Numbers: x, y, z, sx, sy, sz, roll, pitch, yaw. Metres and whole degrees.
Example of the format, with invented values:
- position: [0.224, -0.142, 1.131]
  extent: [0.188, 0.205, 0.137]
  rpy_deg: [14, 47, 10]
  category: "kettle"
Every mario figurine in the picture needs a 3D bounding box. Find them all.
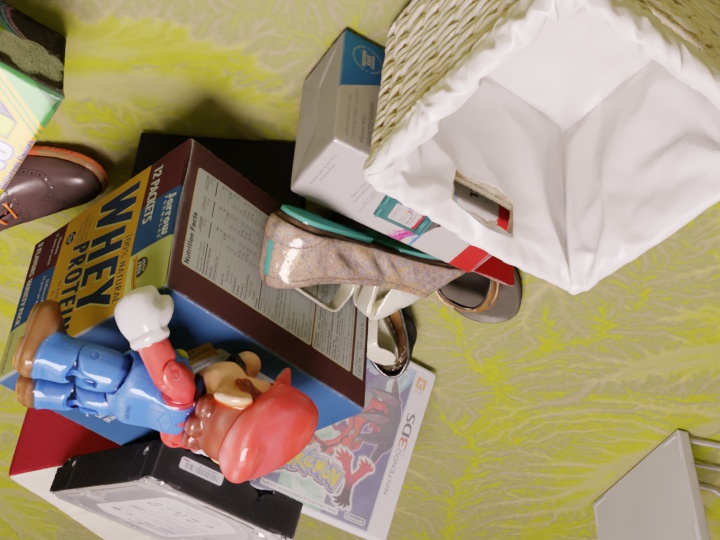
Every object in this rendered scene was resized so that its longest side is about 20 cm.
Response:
- position: [-0.123, 0.072, 0.728]
  extent: [0.199, 0.107, 0.123]
  rpy_deg: [18, 176, -3]
  category: "mario figurine"

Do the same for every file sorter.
- position: [0.375, 0.300, 1.238]
  extent: [0.124, 0.140, 0.200]
  rpy_deg: [12, 141, -15]
  category: "file sorter"

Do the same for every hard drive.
- position: [-0.159, 0.191, 0.902]
  extent: [0.139, 0.038, 0.199]
  rpy_deg: [32, 151, -29]
  category: "hard drive"

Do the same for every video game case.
- position: [-0.028, 0.148, 1.055]
  extent: [0.199, 0.183, 0.023]
  rpy_deg: [29, 160, -28]
  category: "video game case"

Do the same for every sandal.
- position: [0.097, 0.003, 0.948]
  extent: [0.081, 0.055, 0.200]
  rpy_deg: [-1, 151, 12]
  category: "sandal"

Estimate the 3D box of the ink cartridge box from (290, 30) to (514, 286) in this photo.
- position: [0.053, -0.079, 0.808]
  extent: [0.199, 0.117, 0.067]
  rpy_deg: [23, 138, -23]
  category: "ink cartridge box"

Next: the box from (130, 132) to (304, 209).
- position: [-0.118, -0.019, 0.932]
  extent: [0.140, 0.079, 0.201]
  rpy_deg: [2, 142, -3]
  category: "box"

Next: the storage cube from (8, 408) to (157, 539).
- position: [-0.207, 0.147, 1.067]
  extent: [0.199, 0.181, 0.171]
  rpy_deg: [-13, 138, 22]
  category: "storage cube"

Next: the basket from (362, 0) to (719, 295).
- position: [0.136, -0.124, 0.709]
  extent: [0.197, 0.162, 0.200]
  rpy_deg: [26, 138, -25]
  category: "basket"

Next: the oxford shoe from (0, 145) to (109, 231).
- position: [-0.306, -0.052, 0.912]
  extent: [0.199, 0.073, 0.071]
  rpy_deg: [-9, 139, 16]
  category: "oxford shoe"

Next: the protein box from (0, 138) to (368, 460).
- position: [-0.131, 0.042, 0.840]
  extent: [0.198, 0.136, 0.200]
  rpy_deg: [-27, 133, 33]
  category: "protein box"

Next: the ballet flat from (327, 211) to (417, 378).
- position: [0.013, 0.031, 0.989]
  extent: [0.068, 0.069, 0.200]
  rpy_deg: [-9, 139, 17]
  category: "ballet flat"

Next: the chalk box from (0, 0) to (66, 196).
- position: [-0.318, -0.142, 0.732]
  extent: [0.199, 0.125, 0.124]
  rpy_deg: [29, 110, -28]
  category: "chalk box"

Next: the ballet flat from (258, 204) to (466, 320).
- position: [0.000, 0.000, 0.812]
  extent: [0.199, 0.068, 0.068]
  rpy_deg: [12, 102, -42]
  category: "ballet flat"
